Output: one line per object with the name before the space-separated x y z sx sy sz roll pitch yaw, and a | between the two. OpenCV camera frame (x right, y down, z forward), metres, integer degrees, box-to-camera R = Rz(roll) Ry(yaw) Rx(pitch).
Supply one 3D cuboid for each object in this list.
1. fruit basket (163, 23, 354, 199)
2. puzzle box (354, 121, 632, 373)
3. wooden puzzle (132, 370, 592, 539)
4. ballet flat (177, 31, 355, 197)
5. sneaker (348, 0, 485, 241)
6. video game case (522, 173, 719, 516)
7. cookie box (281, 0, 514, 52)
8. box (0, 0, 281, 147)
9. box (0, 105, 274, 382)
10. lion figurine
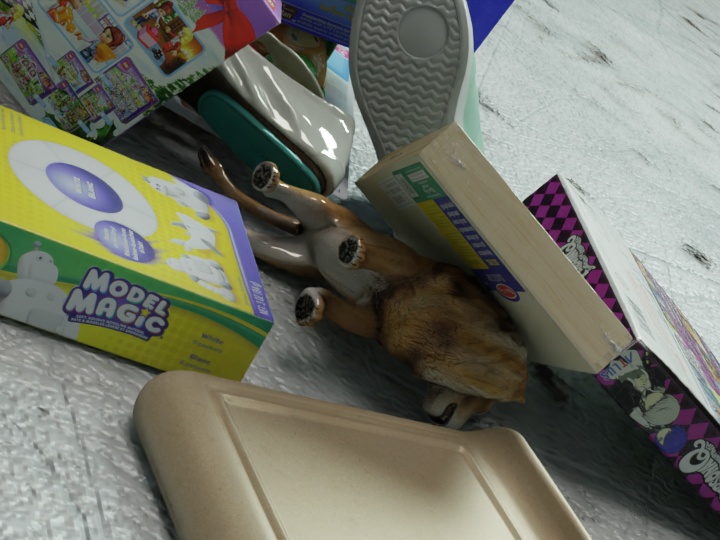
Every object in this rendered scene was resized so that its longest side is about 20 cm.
fruit basket | -0.080 -0.140 0.980 0.184 0.094 0.200 27 26 -14
puzzle box | 0.061 -0.009 0.813 0.133 0.025 0.200 51 -7 -6
wooden puzzle | 0.018 0.121 0.642 0.199 0.037 0.185 11 30 -33
ballet flat | -0.082 -0.120 0.878 0.200 0.069 0.070 41 20 -13
sneaker | 0.038 -0.106 0.972 0.073 0.202 0.118 -4 16 7
video game case | 0.173 0.054 0.906 0.181 0.036 0.200 46 15 -25
cookie box | 0.033 -0.225 0.939 0.170 0.200 0.076 17 45 -25
box | -0.150 -0.169 0.786 0.200 0.136 0.039 53 14 -23
box | -0.142 -0.023 0.709 0.199 0.049 0.118 19 25 -25
lion figurine | 0.000 0.000 0.820 0.122 0.073 0.200 19 21 -44
